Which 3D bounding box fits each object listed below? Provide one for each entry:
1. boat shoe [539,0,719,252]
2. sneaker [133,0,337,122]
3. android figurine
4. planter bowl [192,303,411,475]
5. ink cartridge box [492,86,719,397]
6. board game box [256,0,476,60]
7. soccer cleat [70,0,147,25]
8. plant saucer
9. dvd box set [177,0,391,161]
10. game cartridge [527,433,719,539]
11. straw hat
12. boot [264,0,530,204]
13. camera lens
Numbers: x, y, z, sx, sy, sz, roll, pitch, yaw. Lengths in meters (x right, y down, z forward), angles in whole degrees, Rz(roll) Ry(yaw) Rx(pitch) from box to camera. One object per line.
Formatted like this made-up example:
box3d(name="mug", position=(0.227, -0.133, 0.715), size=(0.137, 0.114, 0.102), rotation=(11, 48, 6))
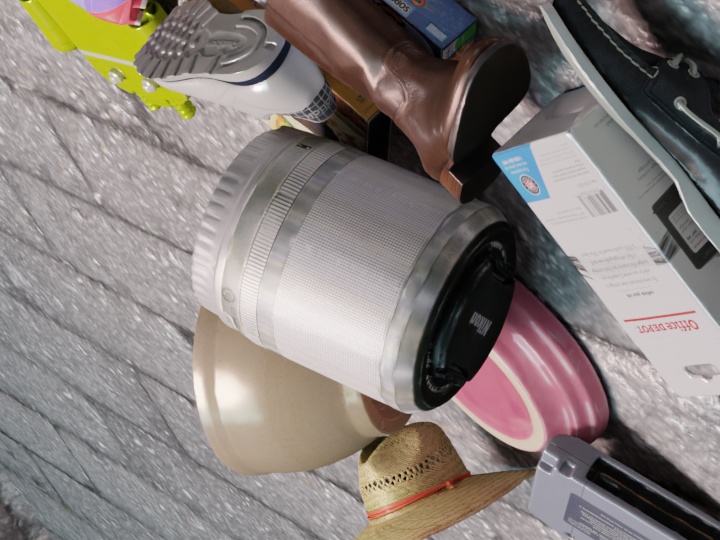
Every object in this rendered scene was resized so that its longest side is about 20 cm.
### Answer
box3d(name="boat shoe", position=(0.181, -0.087, 1.349), size=(0.200, 0.060, 0.076), rotation=(49, -171, -10))
box3d(name="sneaker", position=(-0.095, -0.145, 1.725), size=(0.080, 0.076, 0.200), rotation=(38, 171, -32))
box3d(name="android figurine", position=(-0.202, -0.197, 1.943), size=(0.182, 0.041, 0.200), rotation=(18, 154, 43))
box3d(name="planter bowl", position=(-0.030, 0.074, 1.961), size=(0.135, 0.200, 0.200), rotation=(2, 138, 28))
box3d(name="ink cartridge box", position=(0.184, -0.020, 1.458), size=(0.200, 0.067, 0.116), rotation=(52, 161, -10))
box3d(name="board game box", position=(-0.008, -0.183, 1.601), size=(0.200, 0.034, 0.135), rotation=(41, 160, 19))
box3d(name="soccer cleat", position=(-0.184, -0.248, 1.758), size=(0.076, 0.067, 0.200), rotation=(16, 153, -4))
box3d(name="plant saucer", position=(0.103, 0.068, 1.836), size=(0.200, 0.051, 0.201), rotation=(41, 159, 19))
box3d(name="dvd box set", position=(-0.058, -0.148, 1.789), size=(0.200, 0.029, 0.146), rotation=(42, 160, 15))
box3d(name="game cartridge", position=(0.223, 0.206, 1.822), size=(0.200, 0.042, 0.133), rotation=(31, 162, 13))
box3d(name="straw hat", position=(0.042, 0.173, 1.987), size=(0.085, 0.201, 0.201), rotation=(65, 160, 0))
box3d(name="boot", position=(0.012, -0.149, 1.490), size=(0.200, 0.064, 0.186), rotation=(47, 159, 16))
box3d(name="camera lens", position=(0.000, 0.000, 1.704), size=(0.200, 0.160, 0.160), rotation=(24, 153, 21))
